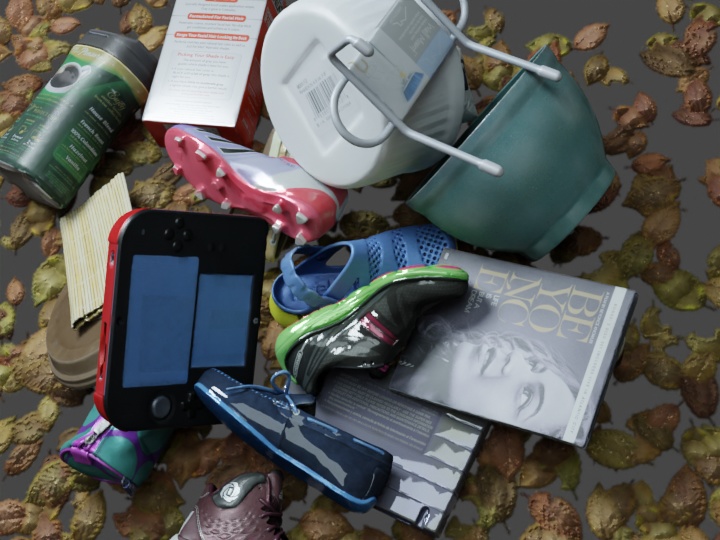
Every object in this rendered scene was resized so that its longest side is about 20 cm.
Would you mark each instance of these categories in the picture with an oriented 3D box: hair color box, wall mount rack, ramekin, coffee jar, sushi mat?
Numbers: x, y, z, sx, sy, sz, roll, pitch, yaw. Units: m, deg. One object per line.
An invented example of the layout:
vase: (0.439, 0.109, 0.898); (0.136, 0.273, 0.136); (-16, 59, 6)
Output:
hair color box: (-0.158, -0.233, 1.380); (0.110, 0.064, 0.202); (6, 68, 15)
wall mount rack: (0.070, -0.174, 1.073); (0.174, 0.074, 0.201); (41, 64, -16)
ramekin: (-0.005, -0.175, 1.185); (0.097, 0.202, 0.200); (-28, 58, -37)
coffee jar: (-0.307, -0.170, 1.363); (0.104, 0.085, 0.201); (19, 69, 44)
sushi mat: (-0.266, -0.024, 1.272); (0.095, 0.012, 0.201); (-37, 35, 8)

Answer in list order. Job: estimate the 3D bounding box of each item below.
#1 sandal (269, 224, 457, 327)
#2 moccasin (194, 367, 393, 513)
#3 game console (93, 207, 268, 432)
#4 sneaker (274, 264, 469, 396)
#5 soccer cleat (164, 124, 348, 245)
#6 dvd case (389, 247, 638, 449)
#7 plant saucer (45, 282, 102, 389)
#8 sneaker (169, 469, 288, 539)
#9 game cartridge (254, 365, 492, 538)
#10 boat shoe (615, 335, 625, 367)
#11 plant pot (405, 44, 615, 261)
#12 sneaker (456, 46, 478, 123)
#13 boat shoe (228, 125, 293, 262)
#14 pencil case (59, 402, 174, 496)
sandal: (0.000, 0.000, 1.226); (0.198, 0.087, 0.080); (-19, 61, 0)
moccasin: (-0.059, 0.146, 1.150); (0.199, 0.081, 0.068); (34, 72, 9)
game console: (-0.162, 0.046, 1.160); (0.031, 0.176, 0.203); (11, 96, 48)
sneaker: (0.018, 0.055, 1.170); (0.199, 0.077, 0.084); (-28, 84, 13)
soccer cleat: (-0.106, -0.094, 1.246); (0.199, 0.067, 0.076); (29, 47, 19)
dvd case: (0.137, 0.066, 1.141); (0.198, 0.016, 0.150); (14, 73, 30)
plant saucer: (-0.243, 0.025, 1.240); (0.199, 0.029, 0.201); (-28, 39, 25)
sneaker: (-0.073, 0.242, 1.135); (0.198, 0.076, 0.116); (16, 66, 19)
game cartridge: (0.013, 0.153, 1.182); (0.198, 0.038, 0.130); (22, 67, 20)
boat shoe: (0.159, 0.055, 1.183); (0.198, 0.062, 0.075); (14, 75, 30)
plant pot: (0.157, -0.095, 1.194); (0.134, 0.200, 0.201); (42, 78, -2)
sneaker: (0.040, -0.183, 1.264); (0.128, 0.080, 0.200); (-18, 30, 1)
boat shoe: (-0.063, -0.100, 1.297); (0.076, 0.072, 0.202); (23, 83, 22)
pencil case: (-0.206, 0.112, 1.212); (0.084, 0.093, 0.201); (21, 70, 20)
